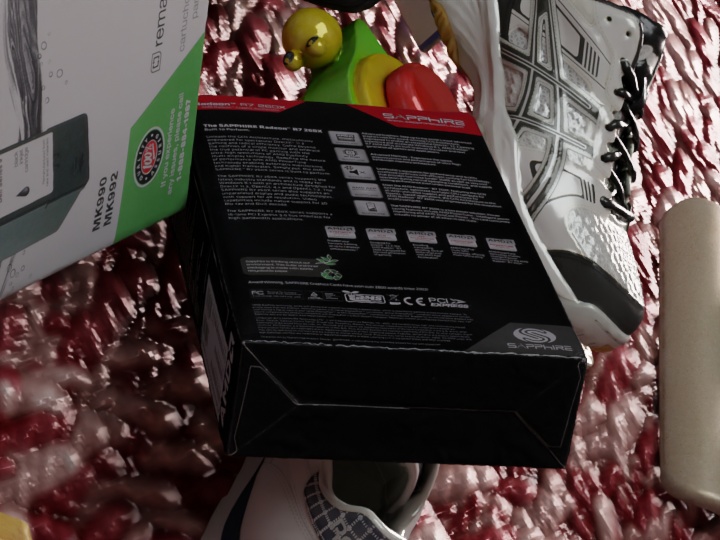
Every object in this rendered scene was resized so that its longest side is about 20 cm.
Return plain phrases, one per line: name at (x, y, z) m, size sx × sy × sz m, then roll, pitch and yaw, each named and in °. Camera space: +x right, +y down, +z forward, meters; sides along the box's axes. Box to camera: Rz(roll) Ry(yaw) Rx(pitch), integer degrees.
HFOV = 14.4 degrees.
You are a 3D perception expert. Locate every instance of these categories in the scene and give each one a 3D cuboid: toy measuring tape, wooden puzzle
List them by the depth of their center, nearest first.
toy measuring tape at (0.028, -0.023, 1.188) m, size 0.200 × 0.073 × 0.074 m, roll 54°, pitch 35°, yaw -13°
wooden puzzle at (0.225, 0.071, 1.331) m, size 0.200 × 0.046 × 0.186 m, roll 32°, pitch 41°, yaw -25°

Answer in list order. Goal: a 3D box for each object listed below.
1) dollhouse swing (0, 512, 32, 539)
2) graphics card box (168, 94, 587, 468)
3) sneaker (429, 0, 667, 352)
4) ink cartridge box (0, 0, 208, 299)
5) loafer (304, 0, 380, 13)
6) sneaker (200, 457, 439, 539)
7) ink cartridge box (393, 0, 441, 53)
dollhouse swing at (-0.171, 0.165, 0.742) m, size 0.199 × 0.182 × 0.176 m, roll 26°, pitch 23°, yaw -31°
graphics card box at (0.000, 0.000, 1.051) m, size 0.125 × 0.051 × 0.200 m, roll 3°, pitch 26°, yaw -14°
sneaker at (0.091, -0.068, 1.187) m, size 0.076 × 0.087 × 0.201 m, roll 29°, pitch 42°, yaw -68°
ink cartridge box at (-0.140, -0.067, 0.964) m, size 0.084 × 0.147 × 0.200 m, roll 21°, pitch 28°, yaw 25°
loafer at (-0.055, -0.184, 1.206) m, size 0.200 × 0.068 × 0.070 m, roll 42°, pitch 25°, yaw 14°
sneaker at (0.002, 0.054, 1.080) m, size 0.076 × 0.080 × 0.201 m, roll 34°, pitch 39°, yaw -20°
ink cartridge box at (0.055, -0.233, 1.277) m, size 0.043 × 0.196 × 0.201 m, roll -10°, pitch 68°, yaw -50°
